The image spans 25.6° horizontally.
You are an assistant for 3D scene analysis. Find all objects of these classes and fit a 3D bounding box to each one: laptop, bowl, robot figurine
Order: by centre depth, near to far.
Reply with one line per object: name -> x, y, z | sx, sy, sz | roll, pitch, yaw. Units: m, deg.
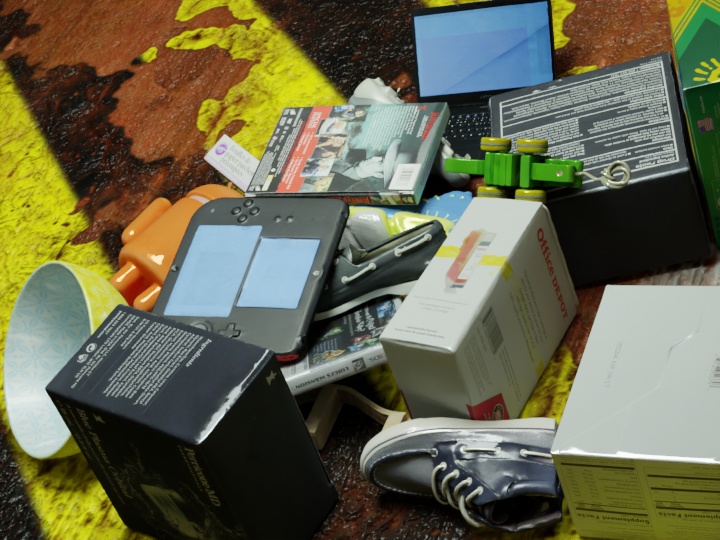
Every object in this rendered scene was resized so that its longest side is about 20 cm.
bowl -> -0.277, 0.094, 1.627 | 0.107, 0.202, 0.200 | 6, 20, -38
robot figurine -> -0.181, -0.013, 1.722 | 0.200, 0.117, 0.143 | -43, 27, -26
laptop -> 0.128, -0.209, 1.813 | 0.175, 0.104, 0.201 | -3, 41, 23

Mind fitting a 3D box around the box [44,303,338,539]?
box -> -0.151, 0.156, 1.437 | 0.198, 0.198, 0.118 | 13, 50, 36

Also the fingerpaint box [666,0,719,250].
fingerpaint box -> 0.356, -0.152, 1.557 | 0.072, 0.201, 0.168 | -11, 39, 13

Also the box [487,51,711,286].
box -> 0.239, -0.096, 1.608 | 0.197, 0.124, 0.200 | -13, 39, 15

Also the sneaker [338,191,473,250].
sneaker -> 0.064, -0.042, 1.678 | 0.198, 0.076, 0.105 | 19, 44, 26

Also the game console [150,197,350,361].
game console -> -0.114, 0.005, 1.587 | 0.175, 0.031, 0.202 | -2, 50, 26

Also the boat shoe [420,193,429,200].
boat shoe -> -0.010, -0.085, 1.761 | 0.198, 0.068, 0.072 | 13, 49, 36

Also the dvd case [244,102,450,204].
dvd case -> -0.013, -0.126, 1.717 | 0.197, 0.022, 0.147 | -1, 46, 23

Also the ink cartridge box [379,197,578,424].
ink cartridge box -> 0.115, 0.051, 1.479 | 0.083, 0.146, 0.201 | 8, 46, 34

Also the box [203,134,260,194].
box -> -0.101, -0.088, 1.774 | 0.039, 0.041, 0.200 | -49, 50, -3

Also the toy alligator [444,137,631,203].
toy alligator -> 0.174, -0.094, 1.504 | 0.198, 0.060, 0.054 | 6, 7, 33

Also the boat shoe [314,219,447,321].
boat shoe -> 0.000, 0.000, 1.600 | 0.198, 0.061, 0.076 | -18, 17, 10

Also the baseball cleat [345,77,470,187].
baseball cleat -> 0.043, -0.132, 1.781 | 0.107, 0.070, 0.200 | -47, 49, 7

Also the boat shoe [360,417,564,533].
boat shoe -> 0.090, 0.182, 1.387 | 0.197, 0.075, 0.093 | -9, 32, 15

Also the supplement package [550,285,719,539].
supplement package -> 0.269, 0.121, 1.347 | 0.154, 0.112, 0.201 | 1, 44, 27

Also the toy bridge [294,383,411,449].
toy bridge -> -0.036, 0.141, 1.538 | 0.198, 0.027, 0.068 | 1, 42, 27

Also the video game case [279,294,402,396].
video game case -> -0.040, 0.071, 1.573 | 0.180, 0.024, 0.200 | -20, 16, 3
